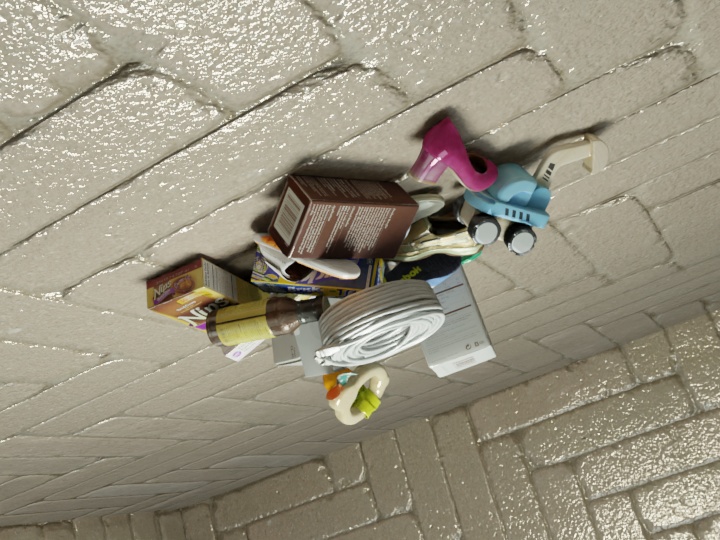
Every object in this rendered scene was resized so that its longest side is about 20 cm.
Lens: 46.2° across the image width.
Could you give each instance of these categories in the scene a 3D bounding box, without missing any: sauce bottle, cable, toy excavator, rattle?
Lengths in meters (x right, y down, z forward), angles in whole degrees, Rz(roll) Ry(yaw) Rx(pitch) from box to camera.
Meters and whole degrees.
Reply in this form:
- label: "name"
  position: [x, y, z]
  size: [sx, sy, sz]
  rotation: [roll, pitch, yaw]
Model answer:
- label: "sauce bottle"
  position: [-0.145, 0.077, 1.343]
  size: [0.199, 0.065, 0.065]
  rotation: [-10, 163, 17]
- label: "cable"
  position: [0.032, 0.084, 1.315]
  size: [0.200, 0.069, 0.200]
  rotation: [-28, 158, 14]
- label: "toy excavator"
  position: [0.266, -0.131, 1.307]
  size: [0.194, 0.100, 0.200]
  rotation: [12, 115, -19]
- label: "rattle"
  position: [-0.043, 0.190, 1.505]
  size: [0.130, 0.143, 0.200]
  rotation: [-48, 151, 16]

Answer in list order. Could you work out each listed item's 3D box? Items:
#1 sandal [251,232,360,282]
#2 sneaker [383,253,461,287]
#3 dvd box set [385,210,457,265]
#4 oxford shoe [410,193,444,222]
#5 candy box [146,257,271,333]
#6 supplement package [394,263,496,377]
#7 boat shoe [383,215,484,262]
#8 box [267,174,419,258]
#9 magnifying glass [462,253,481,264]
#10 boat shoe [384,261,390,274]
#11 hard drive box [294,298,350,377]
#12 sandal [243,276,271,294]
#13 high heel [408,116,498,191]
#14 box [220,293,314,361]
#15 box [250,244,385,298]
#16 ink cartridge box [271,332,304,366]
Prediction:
- label: "sandal"
  position: [-0.090, -0.007, 1.254]
  size: [0.206, 0.059, 0.079]
  rotation: [24, -163, 39]
- label: "sneaker"
  position: [0.086, 0.018, 1.455]
  size: [0.200, 0.074, 0.082]
  rotation: [-31, 163, -21]
- label: "dvd box set"
  position: [0.159, -0.059, 1.526]
  size: [0.200, 0.029, 0.146]
  rotation: [-29, 157, 30]
- label: "oxford shoe"
  position: [0.043, -0.072, 1.358]
  size: [0.199, 0.058, 0.075]
  rotation: [-19, 159, 2]
- label: "candy box"
  position: [-0.248, 0.052, 1.413]
  size: [0.116, 0.057, 0.200]
  rotation: [-21, 151, 22]
- label: "supplement package"
  position: [0.154, 0.074, 1.528]
  size: [0.117, 0.200, 0.117]
  rotation: [-21, 160, 8]
- label: "boat shoe"
  position: [0.108, -0.066, 1.410]
  size: [0.199, 0.072, 0.076]
  rotation: [-7, 140, 1]
- label: "box"
  position: [-0.023, -0.076, 1.221]
  size: [0.200, 0.075, 0.100]
  rotation: [1, 126, -38]
- label: "magnifying glass"
  position: [0.144, -0.009, 1.666]
  size: [0.200, 0.022, 0.080]
  rotation: [-20, 160, 12]
- label: "boat shoe"
  position: [0.000, 0.000, 1.458]
  size: [0.057, 0.069, 0.200]
  rotation: [-32, 170, 16]
- label: "hard drive box"
  position: [-0.023, 0.090, 1.525]
  size: [0.077, 0.156, 0.200]
  rotation: [-15, 178, 43]
- label: "sandal"
  position: [-0.135, 0.003, 1.454]
  size: [0.200, 0.043, 0.076]
  rotation: [-15, 156, 26]
- label: "high heel"
  position: [0.153, -0.170, 1.201]
  size: [0.200, 0.067, 0.096]
  rotation: [0, 132, -45]
- label: "box"
  position: [-0.149, 0.074, 1.407]
  size: [0.200, 0.039, 0.041]
  rotation: [-39, 145, 9]
- label: "box"
  position: [-0.066, 0.002, 1.334]
  size: [0.199, 0.070, 0.064]
  rotation: [5, 164, 16]
- label: "ink cartridge box"
  position: [-0.070, 0.102, 1.594]
  size: [0.200, 0.148, 0.086]
  rotation: [5, 163, -44]
